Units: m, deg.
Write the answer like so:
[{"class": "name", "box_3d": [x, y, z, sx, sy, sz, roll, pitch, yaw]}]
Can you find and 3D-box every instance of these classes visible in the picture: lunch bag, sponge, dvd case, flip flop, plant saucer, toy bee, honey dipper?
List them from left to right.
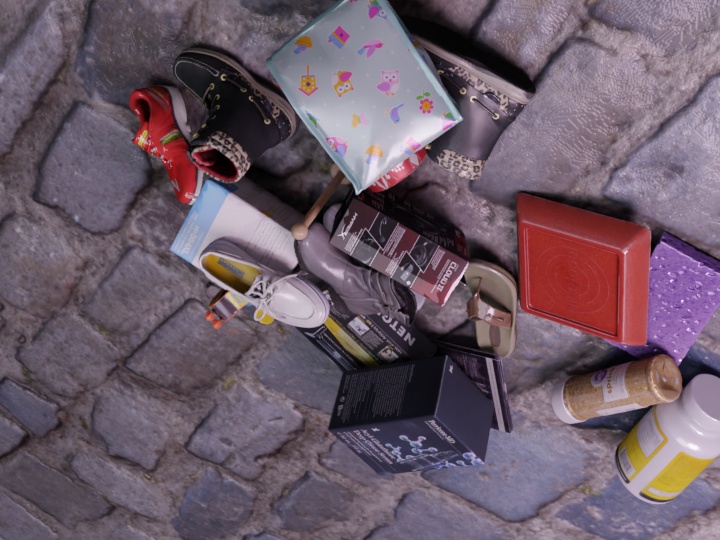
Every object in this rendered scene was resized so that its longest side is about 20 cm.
[{"class": "toy bee", "box_3d": [-0.194, 0.045, 1.945, 0.130, 0.109, 0.201, 31, 135, -1]}, {"class": "honey dipper", "box_3d": [-0.048, -0.103, 1.678, 0.038, 0.201, 0.038, 15, 133, 18]}, {"class": "lunch bag", "box_3d": [0.003, -0.224, 1.475, 0.170, 0.122, 0.201, -35, 102, 10]}, {"class": "dvd case", "box_3d": [0.140, 0.172, 1.909, 0.198, 0.016, 0.150, 12, 131, 34]}, {"class": "flip flop", "box_3d": [0.185, 0.063, 1.781, 0.080, 0.058, 0.202, 14, 137, 25]}, {"class": "plant saucer", "box_3d": [0.295, 0.008, 1.670, 0.198, 0.037, 0.201, 18, 134, 30]}, {"class": "sponge", "box_3d": [0.419, 0.048, 1.667, 0.111, 0.030, 0.201, 27, 134, 7]}]

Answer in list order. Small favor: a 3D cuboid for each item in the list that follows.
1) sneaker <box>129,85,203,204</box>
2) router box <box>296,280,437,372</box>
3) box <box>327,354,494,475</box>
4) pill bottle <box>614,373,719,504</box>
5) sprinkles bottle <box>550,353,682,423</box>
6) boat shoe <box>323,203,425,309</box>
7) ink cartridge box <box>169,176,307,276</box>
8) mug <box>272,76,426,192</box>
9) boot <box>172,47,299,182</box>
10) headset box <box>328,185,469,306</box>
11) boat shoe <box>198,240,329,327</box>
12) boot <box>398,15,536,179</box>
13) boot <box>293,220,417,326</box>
[{"class": "sneaker", "box_3d": [-0.286, -0.178, 1.765, 0.077, 0.084, 0.202, -49, 56, 44]}, {"class": "router box", "box_3d": [-0.001, 0.097, 1.900, 0.200, 0.052, 0.157, 44, 142, -6]}, {"class": "box", "box_3d": [0.078, 0.222, 1.851, 0.198, 0.108, 0.148, -13, 137, 35]}, {"class": "pill bottle", "box_3d": [0.454, 0.238, 1.745, 0.111, 0.112, 0.201, 31, 135, 2]}, {"class": "sprinkles bottle", "box_3d": [0.363, 0.171, 1.747, 0.068, 0.068, 0.199, 48, 143, -15]}, {"class": "boat shoe", "box_3d": [0.009, -0.008, 1.814, 0.200, 0.072, 0.071, 49, 148, -5]}, {"class": "ink cartridge box", "box_3d": [-0.155, -0.040, 1.810, 0.199, 0.129, 0.126, 33, 105, 2]}, {"class": "mug", "box_3d": [-0.009, -0.222, 1.640, 0.133, 0.178, 0.201, -37, 112, 5]}, {"class": "boot", "box_3d": [-0.202, -0.217, 1.688, 0.202, 0.154, 0.074, 32, 138, 8]}, {"class": "headset box", "box_3d": [0.062, -0.039, 1.685, 0.198, 0.149, 0.078, 30, 106, -7]}, {"class": "boat shoe", "box_3d": [-0.138, 0.024, 1.711, 0.201, 0.086, 0.075, 32, 105, 1]}, {"class": "boot", "box_3d": [0.105, -0.220, 1.571, 0.202, 0.074, 0.155, 28, 122, 0]}, {"class": "boot", "box_3d": [0.000, 0.000, 1.718, 0.130, 0.070, 0.200, 8, 152, 37]}]
